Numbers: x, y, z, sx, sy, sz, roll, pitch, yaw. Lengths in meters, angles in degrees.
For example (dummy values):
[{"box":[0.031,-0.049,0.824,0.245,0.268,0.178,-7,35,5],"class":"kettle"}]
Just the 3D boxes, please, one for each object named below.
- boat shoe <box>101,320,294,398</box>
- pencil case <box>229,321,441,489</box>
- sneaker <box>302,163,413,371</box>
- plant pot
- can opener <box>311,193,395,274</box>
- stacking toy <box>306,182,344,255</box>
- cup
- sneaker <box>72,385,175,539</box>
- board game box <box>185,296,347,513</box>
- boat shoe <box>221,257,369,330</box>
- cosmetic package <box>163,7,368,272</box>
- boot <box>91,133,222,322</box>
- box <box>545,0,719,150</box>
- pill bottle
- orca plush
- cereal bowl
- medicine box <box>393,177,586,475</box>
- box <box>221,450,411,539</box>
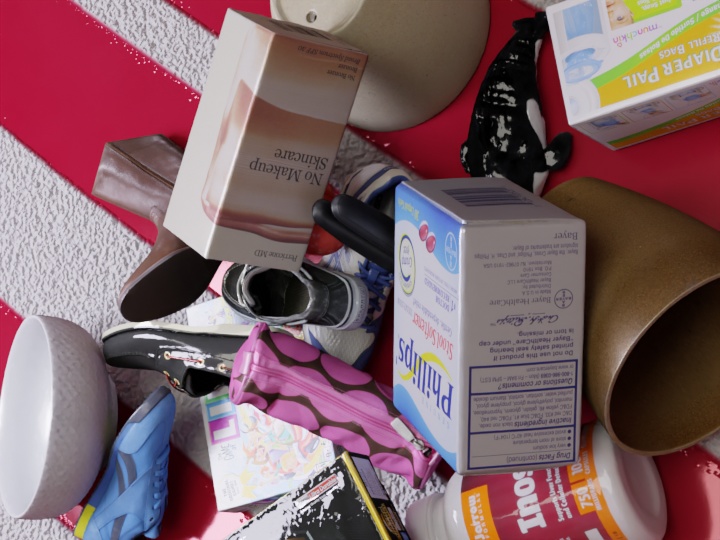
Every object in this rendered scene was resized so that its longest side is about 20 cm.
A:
[{"box":[-0.157,0.083,1.681,0.201,0.074,0.063,2,74,26],"class":"boat shoe"},{"box":[-0.018,0.116,1.579,0.200,0.094,0.091,23,99,-1],"class":"pencil case"},{"box":[0.000,0.000,1.628,0.088,0.075,0.200,-178,98,-72],"class":"sneaker"},{"box":[0.223,0.016,1.476,0.186,0.186,0.200,-50,46,13],"class":"plant pot"},{"box":[0.041,-0.015,1.568,0.063,0.200,0.079,-28,47,50],"class":"can opener"},{"box":[-0.064,-0.080,1.653,0.085,0.085,0.200,-48,39,14],"class":"stacking toy"},{"box":[-0.002,-0.240,1.652,0.200,0.143,0.200,-6,78,28],"class":"cup"},{"box":[-0.203,0.198,1.718,0.078,0.066,0.200,33,118,11],"class":"sneaker"},{"box":[-0.086,0.114,1.698,0.134,0.034,0.200,-19,72,26],"class":"board game box"},{"box":[-0.075,0.013,1.619,0.200,0.071,0.072,4,83,53],"class":"boat shoe"},{"box":[-0.081,-0.110,1.542,0.087,0.103,0.200,36,113,51],"class":"cosmetic package"},{"box":[-0.210,-0.048,1.733,0.186,0.064,0.200,-37,49,-26],"class":"boot"},{"box":[0.272,-0.188,1.510,0.200,0.101,0.113,-18,73,26],"class":"box"},{"box":[0.143,0.202,1.507,0.200,0.113,0.113,-23,70,24],"class":"pill bottle"},{"box":[0.132,-0.135,1.598,0.105,0.071,0.200,20,91,31],"class":"orca plush"},{"box":[-0.288,0.143,1.756,0.200,0.083,0.200,-174,90,-65],"class":"cereal bowl"},{"box":[0.099,0.039,1.450,0.182,0.103,0.200,-139,48,-70],"class":"medicine box"},{"box":[-0.043,0.270,1.504,0.200,0.049,0.160,-36,67,19],"class":"box"}]
